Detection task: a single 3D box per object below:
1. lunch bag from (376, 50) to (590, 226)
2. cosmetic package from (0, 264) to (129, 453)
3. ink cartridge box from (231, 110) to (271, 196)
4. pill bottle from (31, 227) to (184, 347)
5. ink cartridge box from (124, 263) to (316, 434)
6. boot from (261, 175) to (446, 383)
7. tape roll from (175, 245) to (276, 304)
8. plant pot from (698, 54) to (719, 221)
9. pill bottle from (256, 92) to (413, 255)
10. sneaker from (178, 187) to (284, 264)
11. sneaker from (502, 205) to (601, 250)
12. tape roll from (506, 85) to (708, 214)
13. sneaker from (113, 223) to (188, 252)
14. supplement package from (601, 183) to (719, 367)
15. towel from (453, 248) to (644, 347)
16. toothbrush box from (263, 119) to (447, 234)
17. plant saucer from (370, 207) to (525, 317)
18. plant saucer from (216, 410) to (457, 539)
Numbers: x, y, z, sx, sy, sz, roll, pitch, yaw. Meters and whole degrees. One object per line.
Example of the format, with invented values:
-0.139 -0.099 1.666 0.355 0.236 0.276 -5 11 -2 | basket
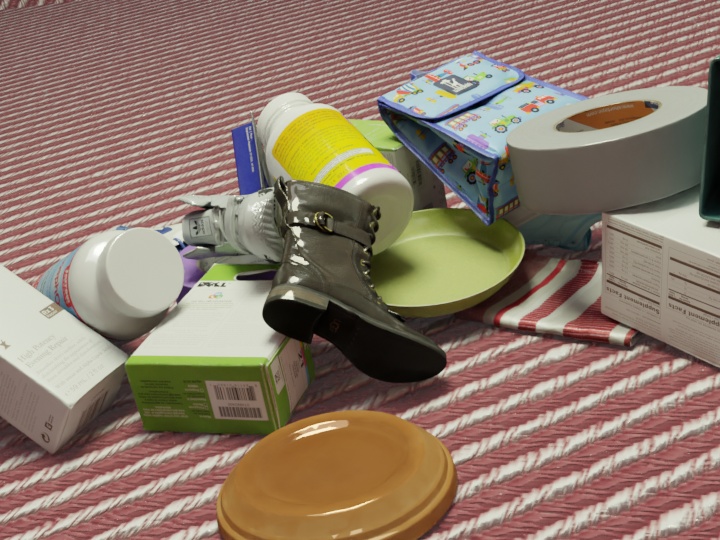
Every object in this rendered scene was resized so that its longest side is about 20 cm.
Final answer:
0.126 -0.163 1.412 0.150 0.095 0.200 -31 52 -28 | lunch bag
-0.331 0.073 1.238 0.199 0.074 0.102 34 35 8 | cosmetic package
-0.123 -0.104 1.526 0.037 0.096 0.200 -9 -16 -2 | ink cartridge box
-0.256 0.023 1.308 0.108 0.110 0.199 -28 2 -36 | pill bottle
-0.112 0.069 1.253 0.146 0.077 0.200 -1 27 22 | ink cartridge box
0.000 0.000 1.222 0.198 0.069 0.175 25 45 -15 | boot
-0.107 0.007 1.428 0.197 0.066 0.201 -9 22 4 | tape roll
0.396 -0.136 1.159 0.140 0.143 0.200 9 24 24 | plant pot
-0.034 -0.108 1.381 0.103 0.105 0.200 -20 46 -23 | pill bottle
-0.132 -0.043 1.325 0.113 0.076 0.200 -4 3 2 | sneaker
0.210 -0.048 1.419 0.199 0.083 0.074 -27 5 29 | sneaker
0.242 -0.117 1.246 0.198 0.067 0.201 -13 17 4 | tape roll
-0.238 -0.012 1.511 0.114 0.082 0.200 -11 21 5 | sneaker
0.345 -0.017 1.202 0.199 0.112 0.155 -26 35 -32 | supplement package
0.211 0.025 1.300 0.198 0.023 0.144 8 30 38 | towel
-0.004 -0.093 1.514 0.198 0.147 0.086 10 30 38 | toothbrush box
0.073 -0.005 1.348 0.197 0.031 0.201 -8 30 4 | plant saucer
-0.022 0.167 1.046 0.197 0.038 0.201 -9 23 4 | plant saucer
